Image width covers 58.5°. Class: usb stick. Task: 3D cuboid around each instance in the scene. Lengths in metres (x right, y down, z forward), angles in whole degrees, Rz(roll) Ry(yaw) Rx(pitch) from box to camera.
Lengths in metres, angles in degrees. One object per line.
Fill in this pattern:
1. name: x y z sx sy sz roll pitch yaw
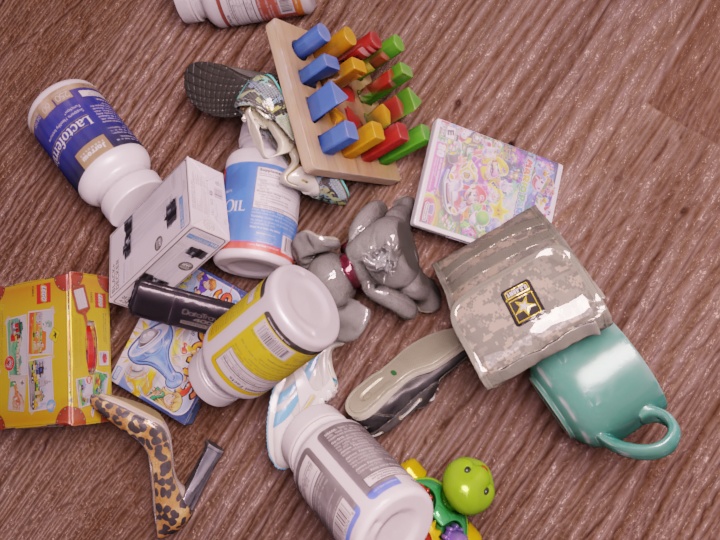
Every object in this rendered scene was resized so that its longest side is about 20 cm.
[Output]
1. usb stick: -0.210 0.059 0.864 0.196 0.033 0.056 17 115 -17

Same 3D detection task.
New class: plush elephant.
1. plush elephant: 0.000 0.000 0.849 0.152 0.199 0.168 -18 87 23

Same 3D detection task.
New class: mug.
1. mug: 0.278 0.139 0.774 0.113 0.185 0.153 -35 97 5

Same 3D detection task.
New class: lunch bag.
1. lunch bag: 0.190 0.035 0.776 0.162 0.201 0.118 -30 118 10

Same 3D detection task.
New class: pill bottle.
1. pill bottle: -0.012 0.254 0.779 0.115 0.113 0.199 -54 40 -2
2. pill bottle: -0.378 -0.167 0.933 0.115 0.116 0.201 -42 80 0
3. pill bottle: -0.138 -0.100 0.891 0.109 0.112 0.205 2 73 7
4. pill bottle: -0.127 0.090 0.801 0.199 0.111 0.113 -37 78 30
5. pill bottle: -0.171 -0.422 0.943 0.195 0.112 0.115 -6 81 6

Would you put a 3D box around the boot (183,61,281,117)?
1. boot: -0.139 -0.250 0.915 0.196 0.130 0.069 14 108 16

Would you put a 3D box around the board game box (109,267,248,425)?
1. board game box: -0.254 0.096 0.922 0.133 0.034 0.203 25 86 10

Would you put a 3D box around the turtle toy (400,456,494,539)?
1. turtle toy: 0.088 0.317 0.815 0.200 0.101 0.146 -45 80 0

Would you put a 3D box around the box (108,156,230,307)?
1. box: -0.263 -0.043 0.869 0.199 0.060 0.119 -34 53 31

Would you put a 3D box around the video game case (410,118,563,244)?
1. video game case: 0.173 -0.103 0.865 0.196 0.018 0.146 16 83 -16

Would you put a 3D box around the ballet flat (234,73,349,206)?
1. ballet flat: -0.092 -0.150 0.829 0.074 0.074 0.201 -36 107 0

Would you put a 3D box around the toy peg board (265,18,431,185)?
1. toy peg board: -0.002 -0.231 0.841 0.097 0.197 0.204 -23 78 34

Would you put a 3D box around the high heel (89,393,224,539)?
1. high heel: -0.301 0.264 0.867 0.198 0.071 0.144 32 81 -12

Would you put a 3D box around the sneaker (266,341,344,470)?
1. sneaker: -0.075 0.170 0.870 0.079 0.077 0.205 12 86 6

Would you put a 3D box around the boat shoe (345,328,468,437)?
1. boat shoe: 0.074 0.149 0.869 0.198 0.072 0.068 -36 117 -5

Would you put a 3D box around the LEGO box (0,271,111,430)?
1. LEGO box: -0.432 0.115 0.903 0.146 0.077 0.205 -8 81 22
